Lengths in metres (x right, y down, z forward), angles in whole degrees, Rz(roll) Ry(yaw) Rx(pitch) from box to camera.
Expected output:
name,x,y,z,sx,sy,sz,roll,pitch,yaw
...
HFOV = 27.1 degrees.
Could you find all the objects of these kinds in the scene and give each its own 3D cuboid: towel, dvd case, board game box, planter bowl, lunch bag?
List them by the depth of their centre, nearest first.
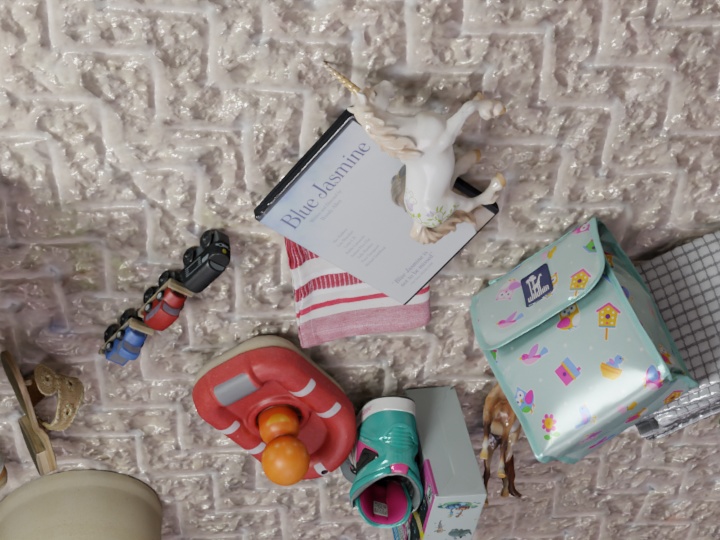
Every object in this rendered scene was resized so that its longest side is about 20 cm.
name,x,y,z,sx,sy,sz,roll,pitch,yaw
dvd case,0.017,-0.057,1.416,0.199,0.018,0.143,30,117,-33
towel,0.000,0.000,1.497,0.142,0.023,0.201,-10,139,-5
lunch bag,0.215,0.067,1.502,0.170,0.202,0.122,-35,157,22
towel,0.345,0.069,1.560,0.198,0.167,0.085,-27,151,18
board game box,0.081,0.253,1.711,0.063,0.149,0.201,-4,139,-12
planter bowl,-0.322,0.342,1.716,0.197,0.136,0.201,-7,139,-6

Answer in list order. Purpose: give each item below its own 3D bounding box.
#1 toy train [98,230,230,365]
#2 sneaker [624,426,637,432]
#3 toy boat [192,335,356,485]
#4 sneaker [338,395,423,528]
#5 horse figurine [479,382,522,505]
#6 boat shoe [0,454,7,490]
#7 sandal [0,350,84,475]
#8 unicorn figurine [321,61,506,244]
name,x,y,z,sx,sy,sz,roll,pitch,yaw
toy train,-0.192,0.034,1.465,0.034,0.046,0.200,24,127,-36
sneaker,0.279,0.150,1.687,0.198,0.076,0.081,17,104,-17
toy boat,-0.084,0.169,1.584,0.130,0.132,0.200,-28,137,18
sneaker,0.020,0.232,1.669,0.082,0.122,0.200,5,151,-11
horse figurine,0.160,0.185,1.693,0.049,0.134,0.201,5,149,11
boat shoe,-0.476,0.242,1.605,0.198,0.075,0.069,-18,134,4
sandal,-0.319,0.134,1.543,0.069,0.078,0.213,-23,149,-19
unicorn figurine,0.062,-0.109,1.333,0.136,0.074,0.202,-25,115,-25
